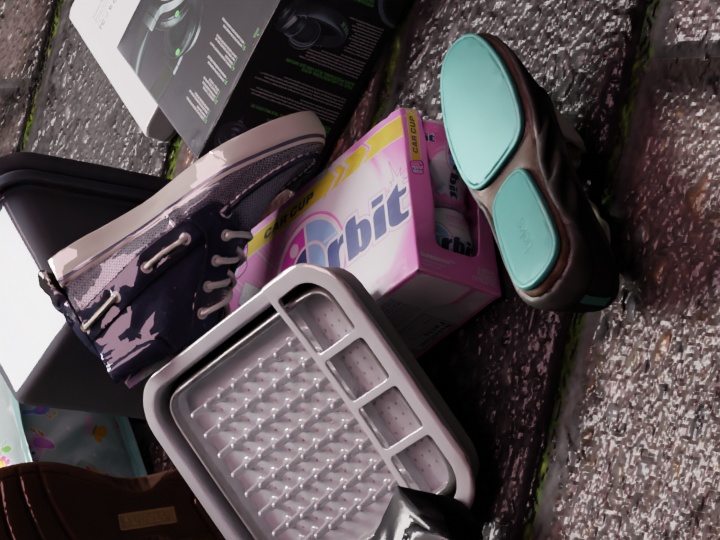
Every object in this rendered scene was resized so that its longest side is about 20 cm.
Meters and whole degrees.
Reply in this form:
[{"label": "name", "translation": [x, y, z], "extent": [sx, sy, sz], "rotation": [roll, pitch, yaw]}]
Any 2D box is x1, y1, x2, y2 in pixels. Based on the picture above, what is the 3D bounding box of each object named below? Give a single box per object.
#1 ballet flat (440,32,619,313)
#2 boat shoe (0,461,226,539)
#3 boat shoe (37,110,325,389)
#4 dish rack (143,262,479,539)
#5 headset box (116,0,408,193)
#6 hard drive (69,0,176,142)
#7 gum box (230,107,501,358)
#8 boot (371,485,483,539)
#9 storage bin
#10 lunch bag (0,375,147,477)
[{"label": "ballet flat", "translation": [0.096, -0.049, 1.391], "extent": [0.068, 0.068, 0.201], "rotation": [-46, 41, 32]}, {"label": "boat shoe", "translation": [-0.170, 0.165, 1.566], "extent": [0.075, 0.201, 0.075], "rotation": [137, 132, -59]}, {"label": "boat shoe", "translation": [-0.091, -0.009, 1.512], "extent": [0.199, 0.075, 0.093], "rotation": [-33, 76, 8]}, {"label": "dish rack", "translation": [-0.025, 0.094, 1.463], "extent": [0.200, 0.043, 0.172], "rotation": [-36, 89, 41]}, {"label": "headset box", "translation": [-0.064, -0.172, 1.659], "extent": [0.201, 0.092, 0.174], "rotation": [-61, 35, 16]}, {"label": "hard drive", "translation": [-0.154, -0.200, 1.863], "extent": [0.132, 0.026, 0.200], "rotation": [-60, 35, 18]}, {"label": "gum box", "translation": [0.000, 0.000, 1.509], "extent": [0.200, 0.066, 0.114], "rotation": [-38, 47, 41]}, {"label": "boot", "translation": [0.031, 0.241, 1.350], "extent": [0.165, 0.065, 0.201], "rotation": [39, 102, 39]}, {"label": "storage bin", "translation": [-0.174, 0.029, 1.646], "extent": [0.146, 0.199, 0.135], "rotation": [-52, 48, 27]}, {"label": "lunch bag", "translation": [-0.244, 0.135, 1.754], "extent": [0.171, 0.121, 0.201], "rotation": [-51, 44, 30]}]
